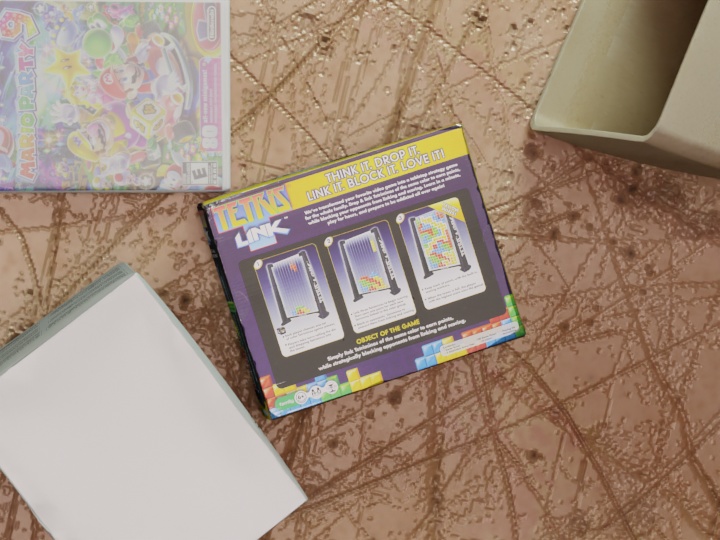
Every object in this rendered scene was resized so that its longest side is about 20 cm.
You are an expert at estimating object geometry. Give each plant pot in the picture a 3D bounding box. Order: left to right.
[{"bbox_3d":[0.270,-0.152,1.393,0.177,0.200,0.200,25,88,-20],"label":"plant pot"}]

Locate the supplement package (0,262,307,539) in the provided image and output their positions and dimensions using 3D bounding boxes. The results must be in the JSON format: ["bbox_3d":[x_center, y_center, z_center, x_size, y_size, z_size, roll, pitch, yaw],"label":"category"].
[{"bbox_3d":[-0.158,0.112,1.321,0.147,0.200,0.191,-37,98,-6],"label":"supplement package"}]

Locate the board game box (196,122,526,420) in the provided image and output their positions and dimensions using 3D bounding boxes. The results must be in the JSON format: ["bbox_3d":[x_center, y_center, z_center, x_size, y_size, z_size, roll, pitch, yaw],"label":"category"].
[{"bbox_3d":[0.000,0.000,1.416,0.200,0.057,0.166,-17,93,-8],"label":"board game box"}]

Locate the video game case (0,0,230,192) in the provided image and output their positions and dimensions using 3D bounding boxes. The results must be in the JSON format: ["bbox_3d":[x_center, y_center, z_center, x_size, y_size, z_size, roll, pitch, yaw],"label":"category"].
[{"bbox_3d":[-0.194,-0.128,1.398,0.200,0.018,0.143,0,93,-9],"label":"video game case"}]
